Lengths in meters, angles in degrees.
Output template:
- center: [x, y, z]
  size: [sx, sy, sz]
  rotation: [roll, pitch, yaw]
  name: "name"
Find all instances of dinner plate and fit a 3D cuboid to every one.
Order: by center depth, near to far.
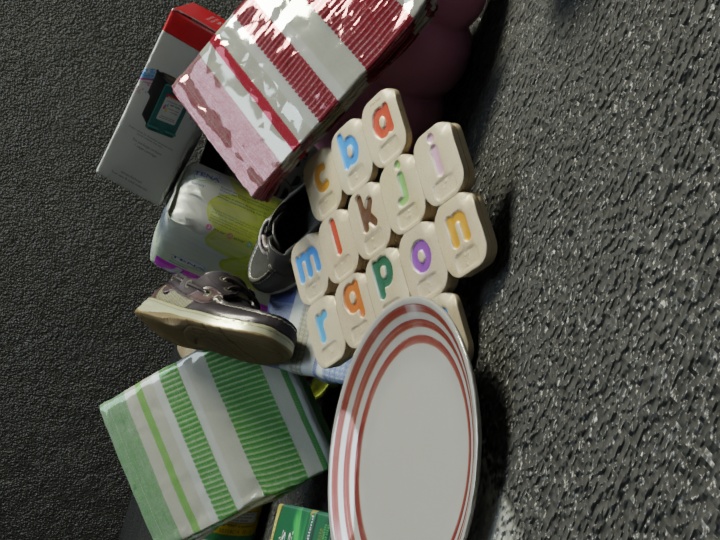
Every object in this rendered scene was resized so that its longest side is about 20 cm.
- center: [0.028, 0.118, 0.676]
  size: [0.200, 0.024, 0.204]
  rotation: [-39, 45, 55]
  name: "dinner plate"

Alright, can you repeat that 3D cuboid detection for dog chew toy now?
- center: [0.031, -0.174, 0.860]
  size: [0.201, 0.123, 0.126]
  rotation: [-57, 21, 34]
  name: "dog chew toy"

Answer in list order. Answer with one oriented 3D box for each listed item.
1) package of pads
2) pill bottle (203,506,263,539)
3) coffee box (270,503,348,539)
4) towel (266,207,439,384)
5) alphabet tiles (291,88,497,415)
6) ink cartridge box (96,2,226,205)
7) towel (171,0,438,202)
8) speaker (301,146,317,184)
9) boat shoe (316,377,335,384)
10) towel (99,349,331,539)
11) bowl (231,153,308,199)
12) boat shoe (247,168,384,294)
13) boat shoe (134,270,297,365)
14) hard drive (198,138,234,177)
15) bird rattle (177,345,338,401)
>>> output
- center: [-0.097, -0.016, 1.032]
  size: [0.154, 0.197, 0.069]
  rotation: [138, 153, -66]
  name: "package of pads"
- center: [-0.148, 0.201, 1.208]
  size: [0.113, 0.111, 0.204]
  rotation: [-167, 91, -77]
  name: "pill bottle"
- center: [-0.039, 0.247, 0.832]
  size: [0.200, 0.043, 0.125]
  rotation: [152, 131, -73]
  name: "coffee box"
- center: [-0.010, 0.015, 0.863]
  size: [0.198, 0.024, 0.150]
  rotation: [2, 76, 53]
  name: "towel"
- center: [0.017, -0.011, 0.747]
  size: [0.199, 0.014, 0.199]
  rotation: [-37, 63, 47]
  name: "alphabet tiles"
- center: [-0.159, -0.172, 0.986]
  size: [0.202, 0.066, 0.116]
  rotation: [-61, 8, 13]
  name: "ink cartridge box"
- center: [-0.046, -0.168, 0.822]
  size: [0.200, 0.023, 0.145]
  rotation: [-46, 59, 12]
  name: "towel"
- center: [-0.006, -0.142, 1.058]
  size: [0.081, 0.080, 0.204]
  rotation: [138, 144, -67]
  name: "speaker"
- center: [0.000, 0.000, 0.934]
  size: [0.061, 0.071, 0.204]
  rotation: [-21, 54, 43]
  name: "boat shoe"
- center: [-0.127, 0.147, 0.965]
  size: [0.198, 0.155, 0.023]
  rotation: [-29, -11, 18]
  name: "towel"
- center: [-0.062, -0.091, 1.145]
  size: [0.203, 0.093, 0.201]
  rotation: [-57, -7, -11]
  name: "bowl"
- center: [-0.042, -0.046, 0.864]
  size: [0.199, 0.056, 0.068]
  rotation: [-35, 49, 39]
  name: "boat shoe"
- center: [-0.120, 0.033, 0.923]
  size: [0.198, 0.072, 0.066]
  rotation: [4, 61, 50]
  name: "boat shoe"
- center: [-0.094, -0.166, 1.110]
  size: [0.200, 0.033, 0.141]
  rotation: [-51, -10, -52]
  name: "hard drive"
- center: [-0.105, 0.098, 1.068]
  size: [0.113, 0.162, 0.200]
  rotation: [-53, 26, 8]
  name: "bird rattle"
